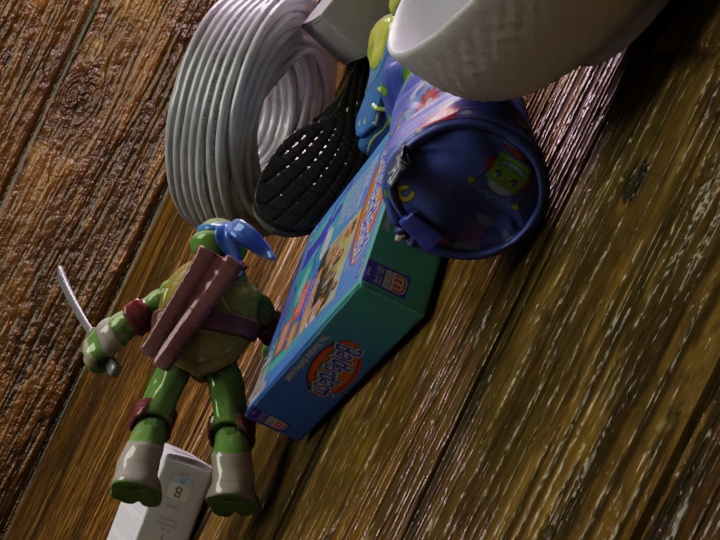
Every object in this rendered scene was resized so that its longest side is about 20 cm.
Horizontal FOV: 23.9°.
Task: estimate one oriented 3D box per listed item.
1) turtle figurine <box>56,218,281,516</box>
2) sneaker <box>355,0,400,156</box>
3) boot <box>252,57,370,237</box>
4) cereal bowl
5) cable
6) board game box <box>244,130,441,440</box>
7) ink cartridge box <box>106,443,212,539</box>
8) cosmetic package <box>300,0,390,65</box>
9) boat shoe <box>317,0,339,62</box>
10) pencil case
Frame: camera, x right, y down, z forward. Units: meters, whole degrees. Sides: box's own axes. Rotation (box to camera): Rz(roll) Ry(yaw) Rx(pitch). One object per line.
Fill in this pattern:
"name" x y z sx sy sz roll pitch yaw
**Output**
"turtle figurine" -0.115 0.075 1.182 0.200 0.144 0.194 -22 53 45
"sneaker" 0.043 -0.124 1.097 0.200 0.076 0.105 141 141 -80
"boot" -0.030 -0.063 1.267 0.200 0.068 0.131 -54 -2 -41
"cereal bowl" 0.103 -0.158 0.800 0.200 0.083 0.200 -51 16 20
"cable" -0.081 -0.122 1.319 0.200 0.069 0.200 -23 -53 -65
"board game box" 0.000 0.000 1.058 0.200 0.045 0.152 -50 18 56
"ink cartridge box" -0.182 0.242 1.394 0.160 0.047 0.200 174 115 -76
"cosmetic package" 0.043 -0.242 1.252 0.200 0.051 0.083 -50 12 -5
"boat shoe" -0.005 -0.298 1.637 0.065 0.071 0.200 -141 73 -82
"pencil case" 0.049 -0.070 0.898 0.087 0.078 0.200 -37 18 14
